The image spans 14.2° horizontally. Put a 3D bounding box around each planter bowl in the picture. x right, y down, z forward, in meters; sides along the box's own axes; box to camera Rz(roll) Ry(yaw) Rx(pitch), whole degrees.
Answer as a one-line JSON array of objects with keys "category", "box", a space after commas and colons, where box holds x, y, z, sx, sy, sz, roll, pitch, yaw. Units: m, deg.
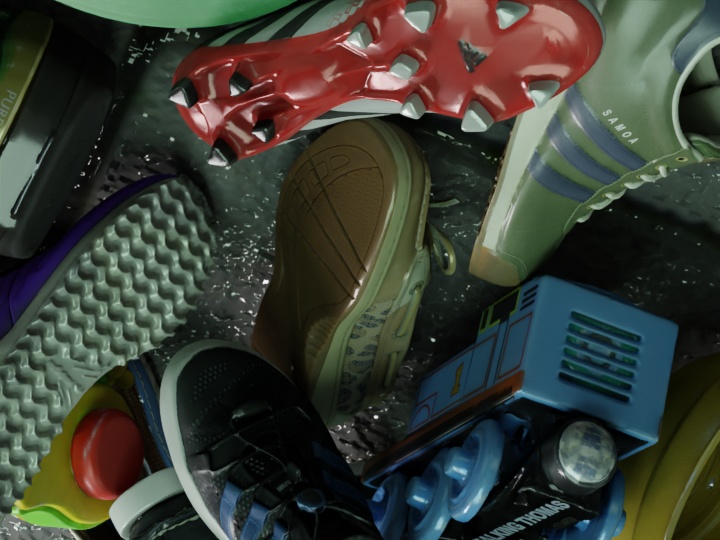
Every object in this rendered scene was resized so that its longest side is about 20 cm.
[{"category": "planter bowl", "box": [0.170, 0.098, 1.297, 0.083, 0.200, 0.201, 29, 150, 40]}]

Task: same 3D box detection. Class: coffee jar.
[{"category": "coffee jar", "box": [-0.208, -0.087, 1.234, 0.200, 0.085, 0.104, 26, 108, -11]}]

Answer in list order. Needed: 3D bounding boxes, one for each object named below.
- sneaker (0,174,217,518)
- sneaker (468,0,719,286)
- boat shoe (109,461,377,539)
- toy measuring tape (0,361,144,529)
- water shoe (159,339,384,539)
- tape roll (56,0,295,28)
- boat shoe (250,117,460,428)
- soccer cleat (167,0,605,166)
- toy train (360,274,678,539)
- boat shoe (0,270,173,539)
[{"category": "sneaker", "box": [-0.155, 0.024, 1.295, 0.099, 0.200, 0.070, 22, 152, 45]}, {"category": "sneaker", "box": [0.109, -0.057, 1.196, 0.090, 0.067, 0.200, 20, 134, 3]}, {"category": "boat shoe", "box": [-0.037, 0.131, 1.364, 0.200, 0.060, 0.076, 1, 146, -48]}, {"category": "toy measuring tape", "box": [-0.149, 0.114, 1.310, 0.073, 0.200, 0.074, 18, 148, 12]}, {"category": "water shoe", "box": [-0.017, 0.111, 1.260, 0.200, 0.071, 0.079, 61, 154, 7]}, {"category": "tape roll", "box": [-0.085, -0.186, 1.134, 0.200, 0.048, 0.201, 8, 136, 7]}, {"category": "boat shoe", "box": [0.000, 0.000, 1.296, 0.063, 0.073, 0.200, -13, 150, -26]}, {"category": "soccer cleat", "box": [0.013, -0.094, 1.168, 0.200, 0.085, 0.069, -12, 120, 33]}, {"category": "toy train", "box": [0.066, 0.079, 1.289, 0.087, 0.114, 0.200, 22, 157, -14]}, {"category": "boat shoe", "box": [-0.132, 0.085, 1.406, 0.072, 0.072, 0.200, -15, 129, 29]}]
